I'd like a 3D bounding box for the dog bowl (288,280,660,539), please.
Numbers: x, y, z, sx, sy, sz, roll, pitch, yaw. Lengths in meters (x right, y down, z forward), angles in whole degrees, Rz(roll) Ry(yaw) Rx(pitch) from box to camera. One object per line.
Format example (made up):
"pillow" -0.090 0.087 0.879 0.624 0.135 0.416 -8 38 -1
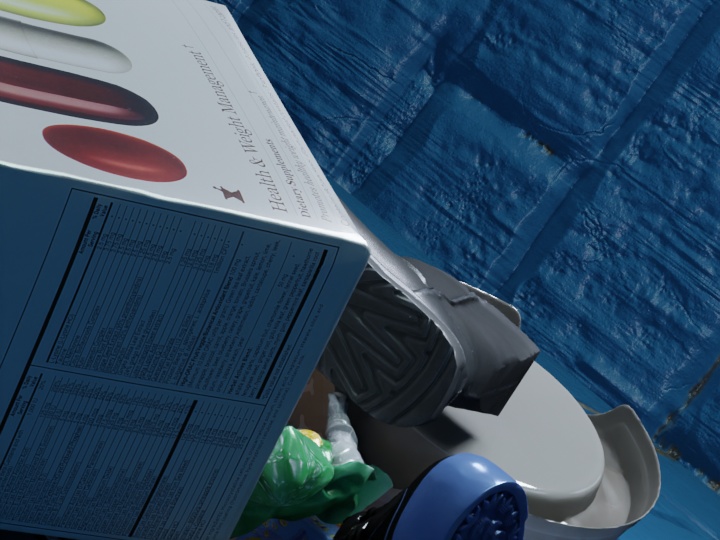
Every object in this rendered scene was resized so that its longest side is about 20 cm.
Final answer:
"dog bowl" 0.051 0.080 1.182 0.200 0.059 0.200 25 26 -13

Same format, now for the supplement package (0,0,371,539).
"supplement package" -0.137 -0.019 0.862 0.199 0.147 0.191 12 27 -30

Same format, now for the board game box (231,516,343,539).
"board game box" 0.028 0.174 1.135 0.200 0.056 0.196 38 6 19

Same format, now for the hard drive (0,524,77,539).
"hard drive" -0.051 0.159 0.882 0.200 0.038 0.140 37 6 16

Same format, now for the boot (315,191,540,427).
"boot" 0.000 0.001 1.057 0.165 0.066 0.200 50 12 9

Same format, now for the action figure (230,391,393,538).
"action figure" -0.035 0.082 0.957 0.200 0.118 0.055 134 -56 -81

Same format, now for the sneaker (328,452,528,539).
"sneaker" 0.008 0.125 0.947 0.078 0.070 0.200 44 -35 22
